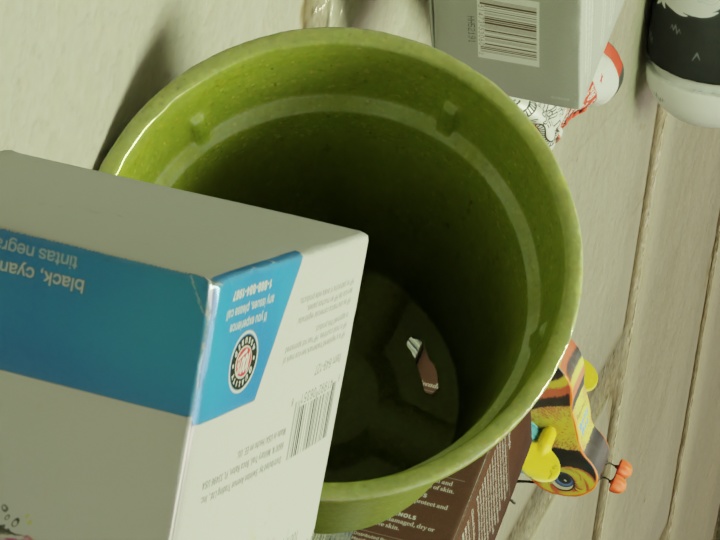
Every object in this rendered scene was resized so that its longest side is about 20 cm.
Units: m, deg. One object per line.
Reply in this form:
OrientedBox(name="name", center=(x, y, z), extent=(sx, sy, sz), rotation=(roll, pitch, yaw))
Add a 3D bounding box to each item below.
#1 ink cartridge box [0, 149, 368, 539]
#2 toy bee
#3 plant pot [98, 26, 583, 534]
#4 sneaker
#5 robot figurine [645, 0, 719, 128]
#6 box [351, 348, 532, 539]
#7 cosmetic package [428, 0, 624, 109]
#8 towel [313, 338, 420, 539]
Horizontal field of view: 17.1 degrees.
OrientedBox(name="ink cartridge box", center=(-0.101, 0.075, 0.790), extent=(0.147, 0.144, 0.201), rotation=(-19, 121, -71))
OrientedBox(name="toy bee", center=(0.151, 0.120, 1.785), extent=(0.200, 0.108, 0.131), rotation=(77, 28, -58))
OrientedBox(name="plant pot", center=(-0.014, 0.026, 1.025), extent=(0.184, 0.200, 0.201), rotation=(96, 13, -69))
OrientedBox(name="sneaker", center=(0.115, -0.114, 1.545), extent=(0.201, 0.067, 0.108), rotation=(44, 62, -68))
OrientedBox(name="robot figurine", center=(0.309, -0.219, 2.024), extent=(0.150, 0.124, 0.201), rotation=(-52, 150, -57))
OrientedBox(name="box", center=(0.047, 0.147, 1.507), extent=(0.100, 0.075, 0.200), rotation=(84, 26, -49))
OrientedBox(name="cosmetic package", center=(0.104, -0.192, 1.233), extent=(0.107, 0.090, 0.200), rotation=(84, 22, -49))
OrientedBox(name="towel", center=(-0.010, 0.059, 1.325), extent=(0.200, 0.034, 0.193), rotation=(58, 50, -72))
